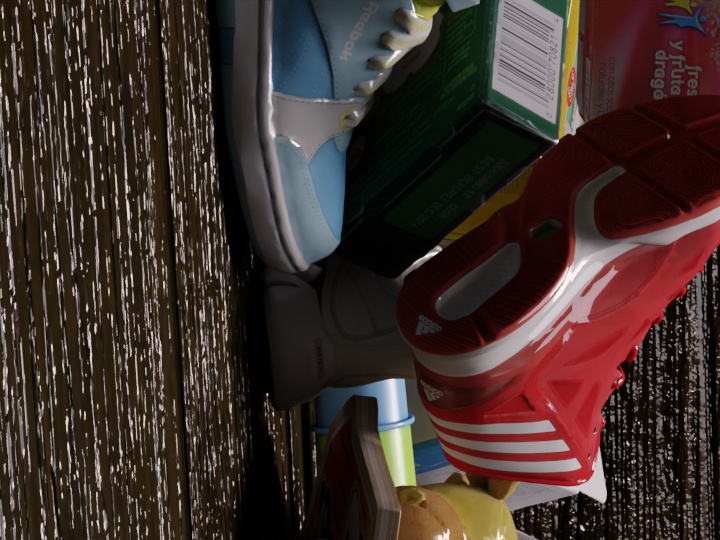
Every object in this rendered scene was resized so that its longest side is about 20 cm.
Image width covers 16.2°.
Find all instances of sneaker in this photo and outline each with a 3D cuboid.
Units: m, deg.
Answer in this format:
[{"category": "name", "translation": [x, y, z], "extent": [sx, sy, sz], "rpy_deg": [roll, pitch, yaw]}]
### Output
[{"category": "sneaker", "translation": [0.100, 0.013, 1.068], "extent": [0.078, 0.199, 0.116], "rpy_deg": [40, -29, 41]}, {"category": "sneaker", "translation": [0.012, -0.094, 0.966], "extent": [0.080, 0.129, 0.201], "rpy_deg": [-86, 173, -66]}, {"category": "sneaker", "translation": [0.000, 0.000, 1.123], "extent": [0.200, 0.080, 0.076], "rpy_deg": [-87, 172, -63]}]

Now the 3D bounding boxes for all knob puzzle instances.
[{"category": "knob puzzle", "translation": [-0.020, 0.146, 1.062], "extent": [0.220, 0.030, 0.222], "rpy_deg": [-175, -90, -82]}]

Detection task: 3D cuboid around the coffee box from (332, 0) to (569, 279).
[{"category": "coffee box", "translation": [0.040, -0.110, 1.062], "extent": [0.123, 0.044, 0.201], "rpy_deg": [-40, -146, 44]}]

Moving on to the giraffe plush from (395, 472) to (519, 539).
[{"category": "giraffe plush", "translation": [0.049, 0.159, 1.154], "extent": [0.163, 0.172, 0.200], "rpy_deg": [61, 0, 33]}]

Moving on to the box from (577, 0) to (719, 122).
[{"category": "box", "translation": [0.150, -0.163, 1.133], "extent": [0.103, 0.094, 0.202], "rpy_deg": [-85, 178, -81]}]

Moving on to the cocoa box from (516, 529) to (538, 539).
[{"category": "cocoa box", "translation": [0.075, 0.244, 1.422], "extent": [0.132, 0.133, 0.200], "rpy_deg": [-59, 161, -24]}]

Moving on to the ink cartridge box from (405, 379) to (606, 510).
[{"category": "ink cartridge box", "translation": [0.064, 0.071, 1.449], "extent": [0.200, 0.067, 0.117], "rpy_deg": [27, 50, -55]}]

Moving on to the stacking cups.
[{"category": "stacking cups", "translation": [0.001, 0.058, 1.257], "extent": [0.061, 0.060, 0.202], "rpy_deg": [-63, 149, -82]}]

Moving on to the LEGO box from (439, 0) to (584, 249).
[{"category": "LEGO box", "translation": [0.077, -0.096, 1.267], "extent": [0.149, 0.077, 0.202], "rpy_deg": [40, 58, -72]}]
